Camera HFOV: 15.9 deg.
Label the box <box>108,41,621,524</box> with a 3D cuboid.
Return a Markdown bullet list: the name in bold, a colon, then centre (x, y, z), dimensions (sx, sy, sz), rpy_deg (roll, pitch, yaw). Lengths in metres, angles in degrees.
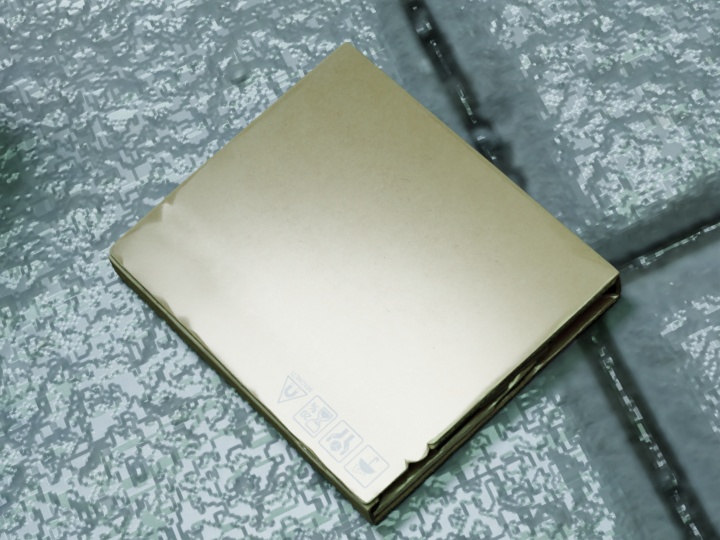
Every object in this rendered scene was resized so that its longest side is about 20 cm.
- **box**: centre (0.000, 0.000, 1.221), dimensions (0.163, 0.021, 0.200), rpy_deg (-41, 59, -11)
